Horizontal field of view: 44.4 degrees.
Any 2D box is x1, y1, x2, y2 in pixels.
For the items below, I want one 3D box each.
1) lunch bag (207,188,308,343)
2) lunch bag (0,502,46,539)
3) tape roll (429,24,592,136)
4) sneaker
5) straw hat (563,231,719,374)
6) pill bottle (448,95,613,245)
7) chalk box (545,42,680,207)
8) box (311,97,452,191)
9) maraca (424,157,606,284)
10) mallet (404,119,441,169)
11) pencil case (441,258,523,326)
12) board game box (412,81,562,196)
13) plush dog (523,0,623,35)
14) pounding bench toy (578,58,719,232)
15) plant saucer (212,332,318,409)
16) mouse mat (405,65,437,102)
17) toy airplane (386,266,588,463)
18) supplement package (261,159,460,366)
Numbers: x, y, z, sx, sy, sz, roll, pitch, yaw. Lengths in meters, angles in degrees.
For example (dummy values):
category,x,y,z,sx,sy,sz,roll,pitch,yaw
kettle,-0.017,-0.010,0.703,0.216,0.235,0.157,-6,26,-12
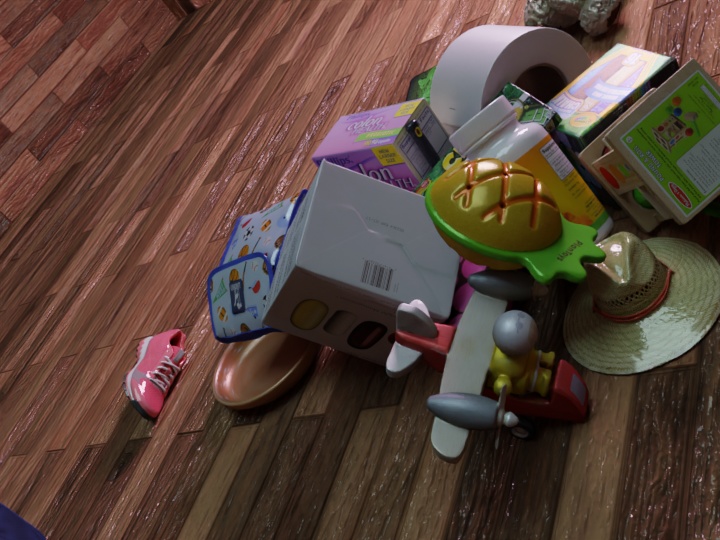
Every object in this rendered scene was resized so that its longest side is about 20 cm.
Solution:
category,x,y,z,sx,sy,sz,roll,pitch,yaw
lunch bag,-0.128,0.004,1.263,0.169,0.123,0.202,-16,47,48
lunch bag,-0.521,0.441,1.244,0.132,0.136,0.200,-44,31,-7
tape roll,0.218,-0.247,1.269,0.203,0.203,0.139,-44,29,-8
sneaker,-0.337,0.163,1.478,0.086,0.074,0.201,-30,30,14
straw hat,0.286,0.008,0.958,0.200,0.085,0.202,-28,31,19
pill bottle,0.195,-0.101,1.038,0.111,0.201,0.111,-38,1,1
chalk box,0.314,-0.174,1.136,0.199,0.125,0.124,-39,29,-1
box,0.061,-0.133,1.296,0.175,0.200,0.097,-1,46,47
maraca,0.159,-0.050,0.926,0.199,0.108,0.137,32,48,24
mallet,0.115,-0.114,1.208,0.066,0.200,0.041,-54,26,-19
pencil case,0.151,0.035,1.073,0.090,0.094,0.201,-13,41,41
board game box,0.158,-0.143,1.138,0.200,0.023,0.105,-49,42,6
plush dog,0.345,-0.471,1.513,0.172,0.160,0.201,-44,19,45
pounding bench toy,0.367,-0.104,0.994,0.124,0.200,0.156,-41,-3,0
plant saucer,-0.135,0.131,1.326,0.199,0.038,0.201,-29,32,20
mouse mat,0.150,-0.350,1.690,0.160,0.008,0.201,-22,33,30
toy airplane,0.126,0.080,0.901,0.201,0.197,0.141,65,150,24
supplement package,0.000,0.000,1.093,0.200,0.189,0.148,127,160,-62
